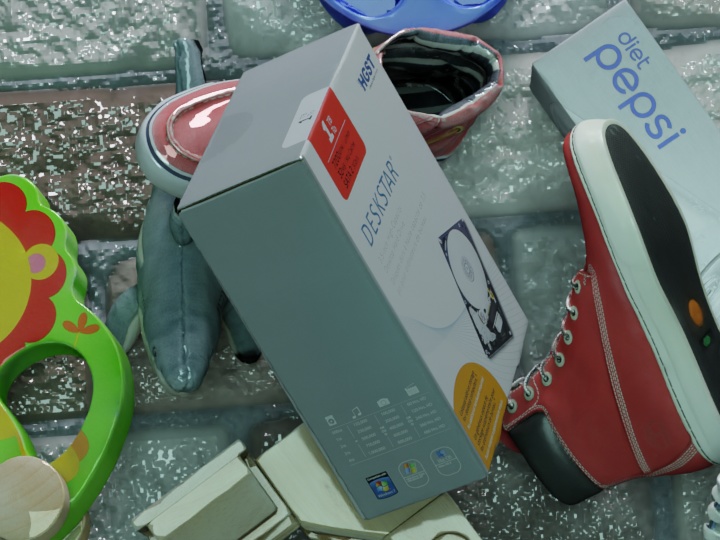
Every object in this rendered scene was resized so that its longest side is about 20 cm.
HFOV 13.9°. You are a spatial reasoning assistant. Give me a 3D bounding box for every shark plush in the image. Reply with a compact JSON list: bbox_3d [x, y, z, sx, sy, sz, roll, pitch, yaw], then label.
[{"bbox_3d":[-0.088,-0.027,1.655,0.091,0.083,0.201,13,82,3],"label":"shark plush"}]

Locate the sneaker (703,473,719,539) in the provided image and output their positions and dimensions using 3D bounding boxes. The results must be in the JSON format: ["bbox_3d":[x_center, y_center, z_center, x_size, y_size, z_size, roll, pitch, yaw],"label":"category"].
[{"bbox_3d":[0.201,0.163,1.569,0.146,0.200,0.081,-41,52,-12],"label":"sneaker"}]

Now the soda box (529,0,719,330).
[{"bbox_3d":[0.177,-0.049,1.663,0.068,0.063,0.200,-34,82,-4],"label":"soda box"}]

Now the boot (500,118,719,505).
[{"bbox_3d":[0.117,0.026,1.623,0.144,0.072,0.201,-18,94,31],"label":"boot"}]

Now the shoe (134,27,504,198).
[{"bbox_3d":[-0.020,-0.090,1.621,0.199,0.091,0.072,-6,69,-27],"label":"shoe"}]

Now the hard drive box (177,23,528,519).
[{"bbox_3d":[0.000,0.000,1.530,0.077,0.156,0.200,-22,114,23],"label":"hard drive box"}]

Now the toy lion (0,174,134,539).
[{"bbox_3d":[-0.212,0.042,1.650,0.200,0.069,0.192,22,76,17],"label":"toy lion"}]

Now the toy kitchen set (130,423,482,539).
[{"bbox_3d":[-0.028,0.182,1.581,0.200,0.163,0.181,-36,82,-4],"label":"toy kitchen set"}]

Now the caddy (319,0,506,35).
[{"bbox_3d":[0.026,-0.225,1.672,0.141,0.105,0.201,-6,81,-1],"label":"caddy"}]
